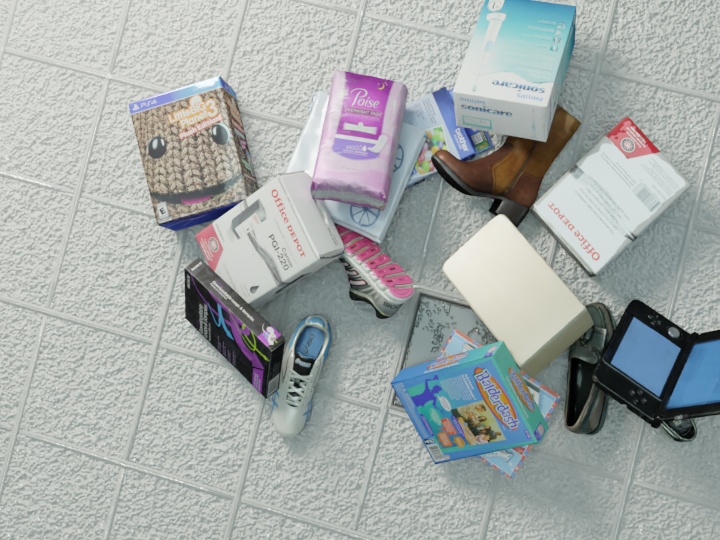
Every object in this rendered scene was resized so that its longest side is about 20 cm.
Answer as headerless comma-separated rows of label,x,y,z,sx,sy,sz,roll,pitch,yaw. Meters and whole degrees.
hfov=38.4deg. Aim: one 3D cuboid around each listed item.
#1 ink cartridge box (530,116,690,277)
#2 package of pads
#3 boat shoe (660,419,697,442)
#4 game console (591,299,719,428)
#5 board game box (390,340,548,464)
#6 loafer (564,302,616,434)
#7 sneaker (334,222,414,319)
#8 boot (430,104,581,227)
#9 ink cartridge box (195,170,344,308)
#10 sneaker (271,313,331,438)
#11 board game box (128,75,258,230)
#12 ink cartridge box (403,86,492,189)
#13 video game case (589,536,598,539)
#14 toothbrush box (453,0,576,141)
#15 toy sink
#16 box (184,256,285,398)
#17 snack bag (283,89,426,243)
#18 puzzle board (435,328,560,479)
ink cartridge box,0.379,-0.109,1.585,0.200,0.084,0.145,-43,84,2
package of pads,-0.001,-0.196,1.566,0.118,0.076,0.204,10,71,3
boat shoe,0.445,0.171,1.570,0.070,0.064,0.201,-37,83,4
game console,0.458,0.119,1.496,0.175,0.117,0.200,34,47,8
board game box,0.161,0.200,1.541,0.198,0.045,0.154,-19,105,40
loafer,0.346,0.149,1.572,0.071,0.062,0.204,3,88,46
sneaker,0.000,0.000,1.627,0.200,0.073,0.088,46,135,25
boot,0.225,-0.198,1.596,0.186,0.068,0.202,30,91,-10
ink cartridge box,-0.141,-0.042,1.606,0.198,0.084,0.148,-31,83,29
sneaker,-0.098,0.166,1.632,0.071,0.072,0.204,16,90,6
board game box,-0.264,-0.185,1.660,0.157,0.097,0.204,-16,85,5
ink cartridge box,0.100,-0.209,1.648,0.197,0.042,0.121,-24,84,3
video game case,0.353,0.546,1.580,0.200,0.022,0.182,-45,83,3
toothbrush box,0.236,-0.309,1.566,0.144,0.086,0.203,11,61,16
toy sink,0.238,0.040,1.567,0.130,0.112,0.201,-41,66,5
box,-0.198,0.090,1.599,0.036,0.144,0.200,-36,66,-29
snack bag,-0.019,-0.165,1.629,0.197,0.021,0.191,22,86,12
puzzle board,0.192,0.209,1.622,0.198,0.017,0.152,32,91,7
